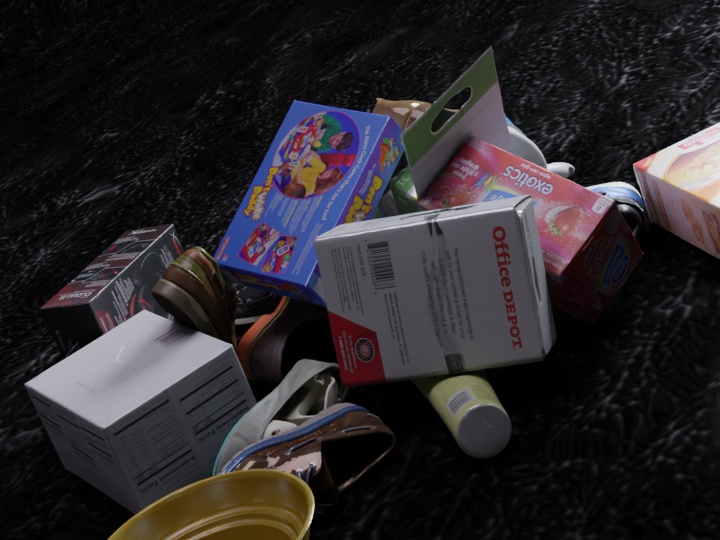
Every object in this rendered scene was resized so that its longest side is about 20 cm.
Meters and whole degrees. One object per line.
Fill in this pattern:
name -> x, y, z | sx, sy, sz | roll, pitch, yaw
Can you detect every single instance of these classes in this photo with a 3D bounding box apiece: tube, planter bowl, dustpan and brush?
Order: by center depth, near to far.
planter bowl -> -0.117, 0.252, 1.329 | 0.199, 0.084, 0.201 | -19, 22, 8
tube -> 0.095, 0.115, 1.514 | 0.052, 0.058, 0.200 | -62, 15, 9
dustpan and brush -> 0.186, -0.106, 1.881 | 0.198, 0.141, 0.057 | -4, 21, -35

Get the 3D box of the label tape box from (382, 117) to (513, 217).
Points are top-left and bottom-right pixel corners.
label tape box -> 0.085, -0.104, 1.967 | 0.144, 0.063, 0.200 | -43, -1, -43

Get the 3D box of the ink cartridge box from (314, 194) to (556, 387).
ink cartridge box -> 0.073, 0.019, 1.528 | 0.198, 0.146, 0.084 | -8, 9, 19

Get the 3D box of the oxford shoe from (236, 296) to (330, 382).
oxford shoe -> -0.047, 0.044, 1.748 | 0.072, 0.071, 0.201 | 14, 60, 45

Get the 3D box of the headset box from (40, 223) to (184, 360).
headset box -> -0.256, 0.062, 1.802 | 0.074, 0.150, 0.200 | -7, 26, 31

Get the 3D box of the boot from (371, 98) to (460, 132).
boot -> 0.075, -0.151, 1.781 | 0.075, 0.074, 0.200 | 21, 1, 27

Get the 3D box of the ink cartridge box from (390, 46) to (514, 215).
ink cartridge box -> 0.092, -0.124, 1.695 | 0.048, 0.201, 0.146 | 30, 65, 35

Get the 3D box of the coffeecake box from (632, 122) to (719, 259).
coffeecake box -> 0.395, -0.087, 1.670 | 0.152, 0.074, 0.200 | -26, 22, -9

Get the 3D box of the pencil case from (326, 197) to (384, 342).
pencil case -> 0.000, 0.000, 1.685 | 0.091, 0.083, 0.201 | -42, 44, 29

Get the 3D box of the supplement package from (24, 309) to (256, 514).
supplement package -> -0.214, 0.140, 1.637 | 0.155, 0.112, 0.199 | -32, 25, -25

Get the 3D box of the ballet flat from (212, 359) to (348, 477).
ballet flat -> -0.070, 0.147, 1.556 | 0.063, 0.068, 0.200 | 1, 30, 28

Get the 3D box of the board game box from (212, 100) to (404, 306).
board game box -> -0.052, -0.071, 1.679 | 0.134, 0.045, 0.201 | 13, 69, 38

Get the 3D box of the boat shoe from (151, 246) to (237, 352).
boat shoe -> -0.154, 0.040, 1.693 | 0.072, 0.200, 0.068 | 30, 75, 15

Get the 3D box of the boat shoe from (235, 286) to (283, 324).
boat shoe -> -0.097, 0.018, 1.863 | 0.198, 0.067, 0.074 | -6, 17, 33

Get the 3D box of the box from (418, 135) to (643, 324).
box -> 0.169, -0.042, 1.630 | 0.199, 0.100, 0.096 | 29, 77, 40

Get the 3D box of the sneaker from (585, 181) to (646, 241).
sneaker -> 0.204, -0.039, 1.722 | 0.198, 0.078, 0.111 | -11, 14, 6

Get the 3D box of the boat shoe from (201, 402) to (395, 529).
boat shoe -> -0.053, 0.180, 1.454 | 0.199, 0.073, 0.072 | -34, 27, -30
